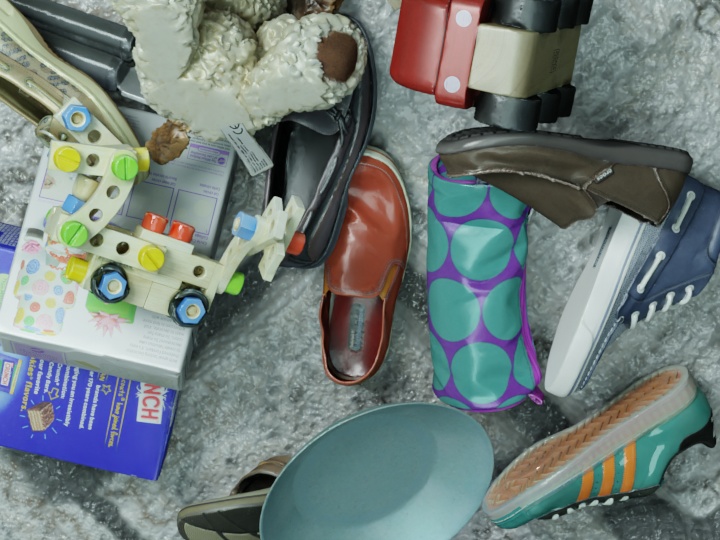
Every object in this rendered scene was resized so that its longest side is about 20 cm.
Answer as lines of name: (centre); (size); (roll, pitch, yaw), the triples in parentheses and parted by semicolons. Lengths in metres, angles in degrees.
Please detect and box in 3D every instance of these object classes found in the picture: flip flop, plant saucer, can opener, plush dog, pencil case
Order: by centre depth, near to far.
plush dog: (-0.105, -0.182, 1.565); (0.200, 0.172, 0.160); (22, 134, -15)
can opener: (-0.192, -0.156, 1.635); (0.200, 0.067, 0.053); (20, 65, 8)
pencil case: (0.099, 0.006, 1.657); (0.092, 0.085, 0.200); (3, 110, 12)
plant saucer: (0.009, 0.169, 1.695); (0.201, 0.039, 0.201); (-13, 133, -15)
flip flop: (-0.055, 0.179, 1.741); (0.200, 0.058, 0.081); (-22, 139, -4)

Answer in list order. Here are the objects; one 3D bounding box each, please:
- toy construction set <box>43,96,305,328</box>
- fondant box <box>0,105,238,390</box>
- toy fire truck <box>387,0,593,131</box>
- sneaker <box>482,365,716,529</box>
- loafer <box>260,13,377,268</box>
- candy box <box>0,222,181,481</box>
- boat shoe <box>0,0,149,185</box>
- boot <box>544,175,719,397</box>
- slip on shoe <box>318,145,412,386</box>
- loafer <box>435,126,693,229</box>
toy construction set: (-0.143, -0.033, 1.531); (0.200, 0.092, 0.131); (20, 94, -7)
fondant box: (-0.184, -0.023, 1.624); (0.144, 0.058, 0.200); (13, 71, 0)
toy fire truck: (0.058, -0.190, 1.556); (0.200, 0.176, 0.129); (13, 103, 16)
sneaker: (0.197, 0.161, 1.703); (0.200, 0.071, 0.080); (-32, 109, 4)
loafer: (-0.036, -0.098, 1.620); (0.072, 0.063, 0.200); (14, 98, 24)
candy box: (-0.238, 0.063, 1.702); (0.200, 0.077, 0.169); (14, 108, 0)
boat shoe: (-0.241, -0.128, 1.576); (0.200, 0.073, 0.063); (44, 67, 0)
boot: (0.219, 0.017, 1.647); (0.090, 0.073, 0.200); (22, 97, -8)
slip on shoe: (0.000, 0.000, 1.674); (0.074, 0.061, 0.200); (7, 108, 4)
loafer: (0.151, -0.065, 1.561); (0.200, 0.073, 0.071); (5, 94, -16)
